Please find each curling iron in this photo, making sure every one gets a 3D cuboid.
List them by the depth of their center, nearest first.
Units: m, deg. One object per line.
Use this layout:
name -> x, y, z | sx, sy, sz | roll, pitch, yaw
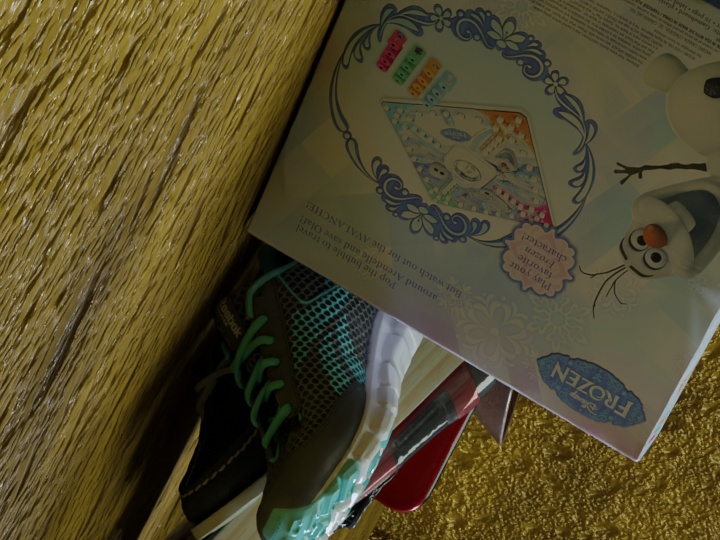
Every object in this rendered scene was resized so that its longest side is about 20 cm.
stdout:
curling iron -> 0.047, 0.053, 1.408 | 0.200, 0.026, 0.050 | -45, -165, -2

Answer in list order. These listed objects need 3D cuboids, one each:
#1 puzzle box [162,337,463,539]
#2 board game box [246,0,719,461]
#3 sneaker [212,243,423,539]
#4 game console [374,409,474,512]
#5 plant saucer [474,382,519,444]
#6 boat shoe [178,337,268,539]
puzzle box -> -0.035, 0.098, 1.398 | 0.200, 0.025, 0.133 | -44, -174, -7
board game box -> 0.076, -0.052, 1.194 | 0.200, 0.199, 0.043 | -65, 170, 30
sneaker -> -0.028, 0.046, 1.268 | 0.200, 0.091, 0.078 | -71, -172, -53
game console -> 0.032, 0.020, 1.629 | 0.201, 0.118, 0.172 | -62, 175, 3
plant saucer -> 0.096, 0.004, 1.736 | 0.200, 0.036, 0.202 | 15, 90, -85
boat shoe -> -0.048, 0.056, 1.348 | 0.075, 0.060, 0.200 | -35, -170, 26
